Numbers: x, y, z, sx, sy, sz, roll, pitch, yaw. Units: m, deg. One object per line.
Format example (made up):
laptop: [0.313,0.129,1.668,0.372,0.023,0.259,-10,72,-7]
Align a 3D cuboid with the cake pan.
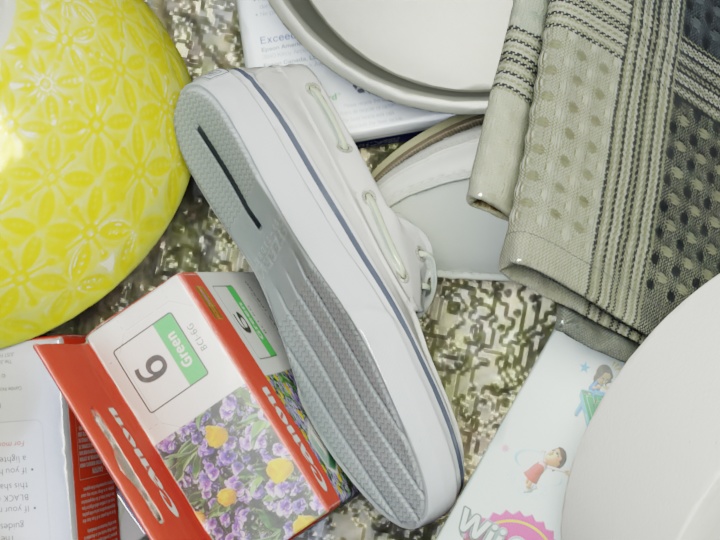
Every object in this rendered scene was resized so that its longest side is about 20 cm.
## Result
cake pan: [0.047,-0.162,0.758,0.198,0.037,0.203,0,87,7]

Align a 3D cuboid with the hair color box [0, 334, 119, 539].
hair color box: [-0.154,0.131,0.770,0.100,0.061,0.202,-4,87,9]

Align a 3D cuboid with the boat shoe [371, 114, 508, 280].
boat shoe: [0.094,-0.026,0.761,0.198,0.069,0.075,-11,130,8]

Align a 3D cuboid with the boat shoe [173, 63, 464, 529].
boat shoe: [0.000,0.000,0.730,0.066,0.074,0.201,-21,79,-31]

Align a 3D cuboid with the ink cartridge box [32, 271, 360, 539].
ink cartridge box: [-0.053,0.058,0.726,0.050,0.200,0.110,-33,85,7]

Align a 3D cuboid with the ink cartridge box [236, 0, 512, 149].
ink cartridge box: [0.038,-0.161,0.799,0.197,0.041,0.202,-8,86,7]

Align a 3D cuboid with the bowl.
bowl: [-0.174,-0.077,0.752,0.198,0.108,0.202,-6,57,9]

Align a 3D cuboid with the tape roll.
tape roll: [0.172,0.085,0.636,0.200,0.071,0.204,-9,120,-16]

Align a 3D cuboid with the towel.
towel: [0.129,-0.047,0.685,0.192,0.034,0.202,28,60,-29]

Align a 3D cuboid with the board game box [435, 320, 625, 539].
board game box: [0.061,0.120,0.735,0.064,0.148,0.201,30,92,9]

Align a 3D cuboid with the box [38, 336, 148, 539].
box: [-0.160,0.046,0.824,0.041,0.039,0.201,-35,84,6]
